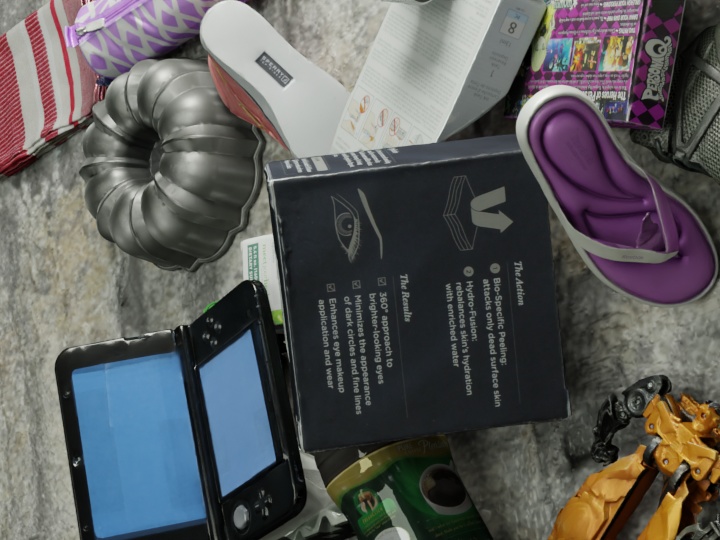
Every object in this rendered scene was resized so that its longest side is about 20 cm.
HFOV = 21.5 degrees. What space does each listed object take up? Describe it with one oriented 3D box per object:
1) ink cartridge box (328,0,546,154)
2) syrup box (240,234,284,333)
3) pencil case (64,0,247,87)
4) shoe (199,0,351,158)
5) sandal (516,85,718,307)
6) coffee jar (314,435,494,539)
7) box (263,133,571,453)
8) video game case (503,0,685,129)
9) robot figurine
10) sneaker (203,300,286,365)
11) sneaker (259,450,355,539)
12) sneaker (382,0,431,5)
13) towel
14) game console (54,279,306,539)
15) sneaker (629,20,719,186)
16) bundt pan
[{"bbox_3d":[0.055,-0.144,1.491,0.160,0.047,0.201,43,113,58],"label":"ink cartridge box"},{"bbox_3d":[0.000,0.000,1.538,0.199,0.081,0.079,-12,78,42],"label":"syrup box"},{"bbox_3d":[-0.180,-0.246,1.731,0.199,0.085,0.084,-27,61,36],"label":"pencil case"},{"bbox_3d":[-0.060,-0.141,1.624,0.071,0.091,0.200,-42,81,-9],"label":"shoe"},{"bbox_3d":[0.177,-0.040,1.309,0.082,0.203,0.050,-44,24,6],"label":"sandal"},{"bbox_3d":[0.046,0.200,1.441,0.085,0.104,0.201,-39,68,34],"label":"coffee jar"},{"bbox_3d":[0.039,0.013,1.379,0.117,0.198,0.198,-114,18,-80],"label":"box"},{"bbox_3d":[0.173,-0.195,1.380,0.200,0.036,0.183,-167,87,-68],"label":"video game case"},{"bbox_3d":[0.204,0.174,1.347,0.145,0.058,0.201,46,116,35],"label":"robot figurine"},{"bbox_3d":[-0.133,0.121,1.661,0.085,0.078,0.201,31,97,47],"label":"sneaker"},{"bbox_3d":[-0.053,0.188,1.574,0.199,0.074,0.089,-24,70,28],"label":"sneaker"},{"bbox_3d":[0.056,-0.290,1.480,0.084,0.073,0.200,8,53,46],"label":"sneaker"},{"bbox_3d":[-0.323,-0.189,1.897,0.199,0.023,0.145,-27,66,37],"label":"towel"},{"bbox_3d":[-0.148,0.126,1.534,0.176,0.116,0.201,-37,58,46],"label":"game console"},{"bbox_3d":[0.258,-0.073,1.318,0.114,0.076,0.201,-32,61,37],"label":"sneaker"},{"bbox_3d":[-0.183,-0.102,1.723,0.201,0.075,0.204,-7,80,43],"label":"bundt pan"}]
